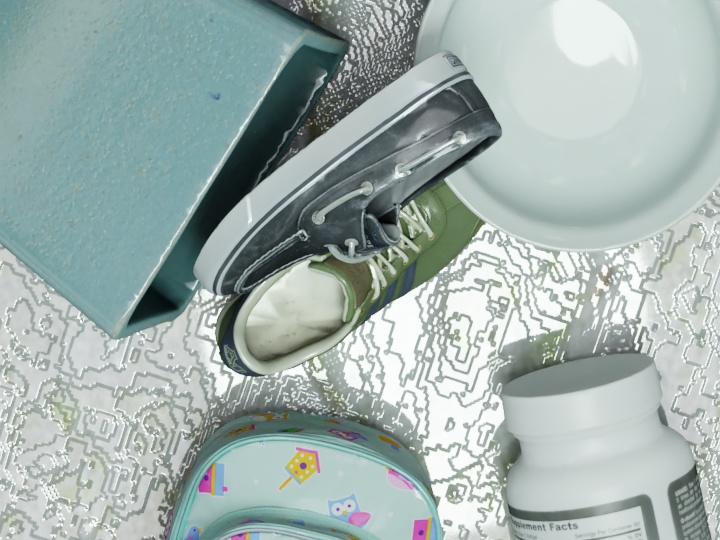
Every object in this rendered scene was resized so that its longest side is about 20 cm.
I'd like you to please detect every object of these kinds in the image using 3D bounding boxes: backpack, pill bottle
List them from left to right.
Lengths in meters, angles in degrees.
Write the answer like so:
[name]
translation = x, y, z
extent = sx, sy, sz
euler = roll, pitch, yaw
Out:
[backpack]
translation = -0.037, 0.187, 1.607
extent = 0.175, 0.153, 0.201
euler = 11, 91, 2
[pill bottle]
translation = 0.150, 0.158, 1.622
extent = 0.115, 0.116, 0.201
euler = -12, 98, 0

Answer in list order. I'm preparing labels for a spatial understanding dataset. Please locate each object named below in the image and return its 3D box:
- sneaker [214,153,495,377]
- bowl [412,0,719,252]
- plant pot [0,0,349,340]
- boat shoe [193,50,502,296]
[sneaker]
translation = 0.000, 0.000, 1.608
extent = 0.200, 0.090, 0.067
euler = -36, 96, 3
[bowl]
translation = 0.127, -0.116, 1.596
extent = 0.200, 0.090, 0.203
euler = 0, 98, -1
[plant pot]
translation = -0.149, -0.103, 1.548
extent = 0.199, 0.196, 0.197
euler = 34, 96, 5
[boat shoe]
translation = -0.006, -0.037, 1.537
extent = 0.200, 0.072, 0.068
euler = -38, 76, 14
